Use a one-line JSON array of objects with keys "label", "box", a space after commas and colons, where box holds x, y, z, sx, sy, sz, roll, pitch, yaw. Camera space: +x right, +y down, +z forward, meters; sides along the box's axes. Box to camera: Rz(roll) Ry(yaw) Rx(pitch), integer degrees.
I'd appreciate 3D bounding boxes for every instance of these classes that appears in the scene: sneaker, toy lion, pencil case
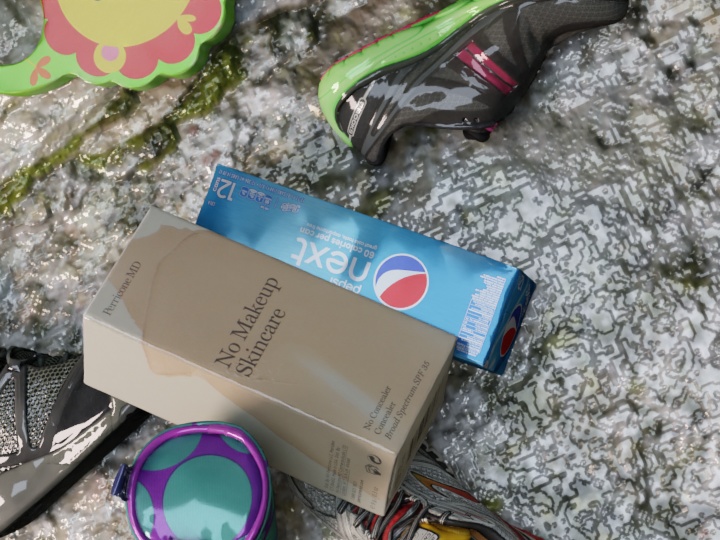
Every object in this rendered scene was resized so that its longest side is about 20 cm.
[{"label": "sneaker", "box": [-0.188, 0.066, 1.462, 0.199, 0.076, 0.114, -40, 83, 13]}, {"label": "sneaker", "box": [0.038, 0.149, 1.393, 0.200, 0.082, 0.078, 30, 94, 16]}, {"label": "toy lion", "box": [-0.181, -0.186, 1.496, 0.200, 0.069, 0.192, -43, 84, 7]}, {"label": "sneaker", "box": [0.075, -0.124, 1.423, 0.200, 0.077, 0.084, -24, 97, 14]}, {"label": "pencil case", "box": [-0.091, 0.147, 1.365, 0.085, 0.200, 0.093, 24, 76, 6]}]

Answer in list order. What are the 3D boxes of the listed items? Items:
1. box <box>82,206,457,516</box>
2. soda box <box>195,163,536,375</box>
[{"label": "box", "box": [-0.055, 0.052, 1.370, 0.200, 0.078, 0.095, 22, 58, 8]}, {"label": "soda box", "box": [0.000, 0.000, 1.423, 0.200, 0.068, 0.064, 20, 87, 15]}]
